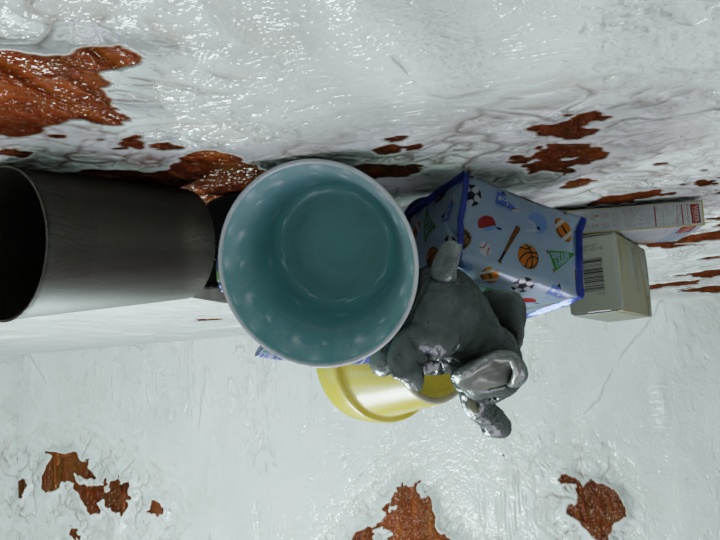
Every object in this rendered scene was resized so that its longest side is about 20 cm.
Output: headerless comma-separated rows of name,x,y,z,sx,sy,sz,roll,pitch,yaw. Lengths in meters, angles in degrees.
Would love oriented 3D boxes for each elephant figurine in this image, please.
elephant figurine,0.119,0.080,0.956,0.198,0.143,0.155,25,167,-16

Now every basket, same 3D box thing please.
basket,-0.249,-0.026,0.889,0.198,0.139,0.179,-2,177,-45

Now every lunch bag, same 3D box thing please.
lunch bag,0.131,-0.015,1.054,0.168,0.126,0.200,18,157,-18

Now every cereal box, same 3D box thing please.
cereal box,0.352,-0.060,1.273,0.196,0.040,0.144,-5,173,2

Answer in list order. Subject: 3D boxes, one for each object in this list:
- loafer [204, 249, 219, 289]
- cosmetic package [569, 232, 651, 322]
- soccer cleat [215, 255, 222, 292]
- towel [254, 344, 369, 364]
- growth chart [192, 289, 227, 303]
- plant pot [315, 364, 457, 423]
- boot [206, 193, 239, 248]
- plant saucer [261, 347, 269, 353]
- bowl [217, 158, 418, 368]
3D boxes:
loafer,-0.253,-0.018,1.222,0.197,0.074,0.071,6,179,-28
cosmetic package,0.340,0.013,1.269,0.072,0.105,0.199,-8,172,27
soccer cleat,-0.111,0.017,1.100,0.064,0.085,0.199,3,-169,-35
towel,-0.028,0.057,1.194,0.198,0.146,0.024,8,-152,-39
growth chart,-0.209,0.022,1.360,0.197,0.018,0.145,10,-158,-6
plant pot,0.060,0.124,1.360,0.198,0.205,0.188,1,176,-31
boot,-0.081,-0.045,1.080,0.196,0.071,0.174,4,180,-4
plant saucer,-0.027,0.049,1.091,0.198,0.039,0.201,-17,172,-2
bowl,-0.033,-0.017,0.931,0.197,0.204,0.105,-5,-167,13
